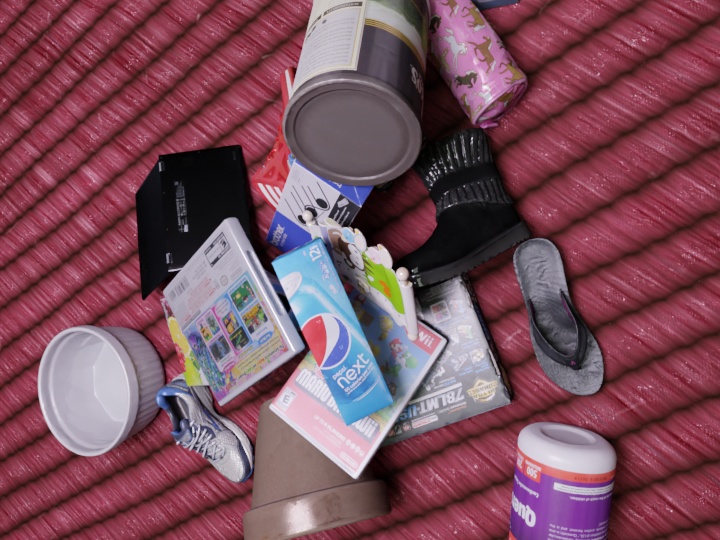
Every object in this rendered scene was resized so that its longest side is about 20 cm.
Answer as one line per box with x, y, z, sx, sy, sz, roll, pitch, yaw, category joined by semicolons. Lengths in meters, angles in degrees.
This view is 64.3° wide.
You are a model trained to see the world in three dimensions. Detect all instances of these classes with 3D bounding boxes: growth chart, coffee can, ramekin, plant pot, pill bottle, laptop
0.000;0.000;0.673;0.018;0.146;0.199;-39;46;-18;growth chart
0.002;-0.220;0.633;0.143;0.147;0.204;-6;56;22;coffee can
-0.417;0.187;0.942;0.196;0.105;0.205;1;93;21;ramekin
-0.070;0.258;0.772;0.197;0.200;0.178;-22;67;21;plant pot
0.233;0.293;0.677;0.110;0.112;0.205;6;94;21;pill bottle
-0.268;-0.074;0.899;0.195;0.116;0.191;-9;73;-6;laptop

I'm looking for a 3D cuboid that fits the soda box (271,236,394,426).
-0.032;0.067;0.659;0.063;0.068;0.203;-25;96;-2;soda box

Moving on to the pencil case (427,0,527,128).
0.124;-0.277;0.716;0.082;0.087;0.202;-34;78;0;pencil case

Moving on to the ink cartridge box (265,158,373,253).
-0.059;-0.072;0.739;0.093;0.200;0.045;33;60;-2;ink cartridge box

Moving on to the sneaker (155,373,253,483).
-0.248;0.253;0.886;0.200;0.085;0.077;46;107;14;sneaker

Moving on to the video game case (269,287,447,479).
-0.002;0.132;0.722;0.142;0.017;0.201;32;77;18;video game case

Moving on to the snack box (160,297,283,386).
-0.207;0.091;0.835;0.198;0.053;0.145;-12;97;44;snack box

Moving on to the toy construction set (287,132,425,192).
0.009;-0.171;0.750;0.130;0.093;0.200;36;75;27;toy construction set

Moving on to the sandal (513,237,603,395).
0.235;0.061;0.699;0.074;0.048;0.204;-22;88;23;sandal

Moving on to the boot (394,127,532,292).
0.098;-0.073;0.696;0.160;0.208;0.079;63;153;4;boot

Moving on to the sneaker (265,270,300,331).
-0.160;0.032;0.849;0.197;0.072;0.073;23;102;21;sneaker

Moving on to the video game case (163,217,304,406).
-0.173;0.061;0.745;0.199;0.024;0.184;-37;80;40;video game case

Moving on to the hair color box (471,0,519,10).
0.154;-0.438;0.687;0.059;0.099;0.205;-1;92;22;hair color box

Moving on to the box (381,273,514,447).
0.077;0.109;0.768;0.197;0.050;0.202;-25;83;20;box

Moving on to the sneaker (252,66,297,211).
-0.116;-0.179;0.820;0.113;0.078;0.205;-11;87;21;sneaker
